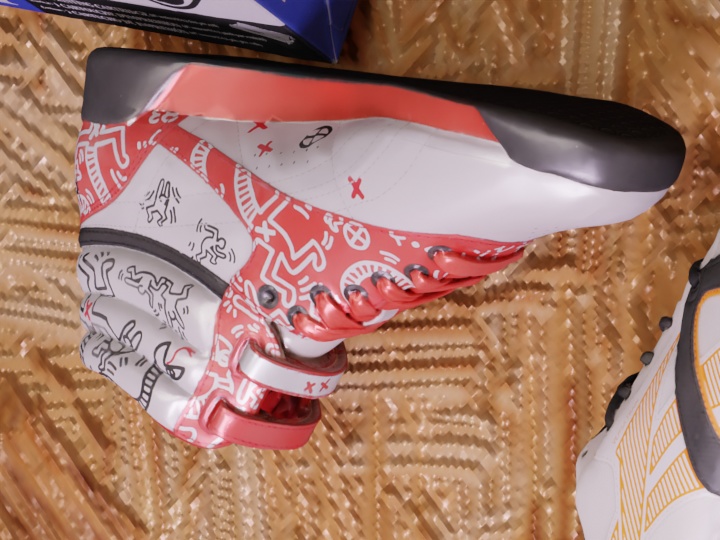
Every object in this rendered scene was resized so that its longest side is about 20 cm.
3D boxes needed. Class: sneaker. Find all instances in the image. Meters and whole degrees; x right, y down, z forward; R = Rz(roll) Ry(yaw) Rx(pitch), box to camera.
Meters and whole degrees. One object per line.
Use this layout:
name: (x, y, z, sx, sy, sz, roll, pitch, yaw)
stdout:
sneaker: (0.093, 0.032, 0.758, 0.080, 0.074, 0.201, 17, 100, 35)
sneaker: (0.000, 0.000, 0.826, 0.201, 0.067, 0.109, 9, 97, 37)

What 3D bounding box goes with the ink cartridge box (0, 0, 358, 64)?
ink cartridge box: (-0.103, -0.110, 0.872, 0.199, 0.094, 0.044, 13, 78, 35)
